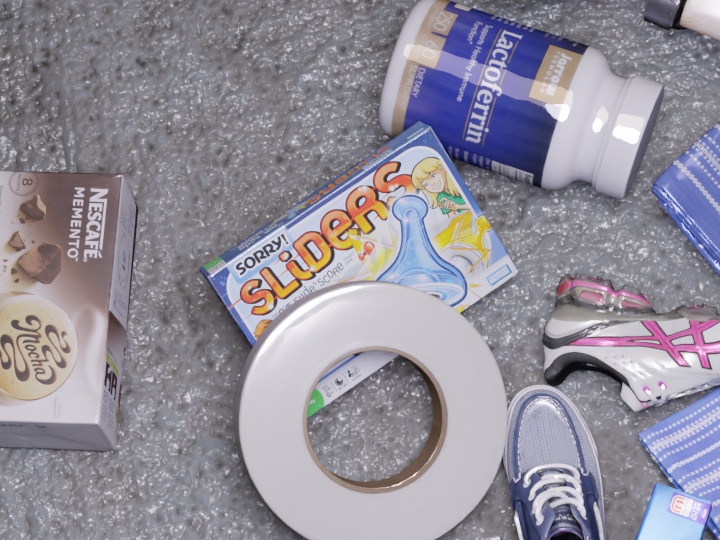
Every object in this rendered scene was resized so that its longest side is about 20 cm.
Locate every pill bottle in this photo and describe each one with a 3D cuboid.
[{"bbox_3d":[0.124,-0.129,1.684,0.200,0.116,0.116,19,72,9],"label":"pill bottle"}]

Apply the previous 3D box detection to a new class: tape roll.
[{"bbox_3d":[0.008,0.108,1.604,0.203,0.037,0.203,0,92,-10],"label":"tape roll"}]

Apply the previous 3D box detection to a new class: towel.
[{"bbox_3d":[0.313,0.151,1.588,0.145,0.024,0.200,-30,52,-11],"label":"towel"},{"bbox_3d":[0.335,-0.072,1.677,0.200,0.024,0.145,-41,91,-12],"label":"towel"}]

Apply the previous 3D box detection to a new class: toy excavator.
[{"bbox_3d":[0.317,-0.268,1.723,0.100,0.194,0.200,26,102,12],"label":"toy excavator"}]

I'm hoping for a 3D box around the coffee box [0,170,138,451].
[{"bbox_3d":[-0.236,0.030,1.665,0.113,0.080,0.200,2,71,5],"label":"coffee box"}]

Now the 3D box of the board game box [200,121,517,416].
[{"bbox_3d":[0.000,0.000,1.643,0.200,0.034,0.135,-35,107,-6],"label":"board game box"}]

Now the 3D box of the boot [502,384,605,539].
[{"bbox_3d":[0.146,0.169,1.589,0.073,0.090,0.200,-10,70,-1],"label":"boot"}]

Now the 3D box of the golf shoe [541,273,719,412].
[{"bbox_3d":[0.233,0.068,1.633,0.200,0.073,0.092,12,77,20],"label":"golf shoe"}]

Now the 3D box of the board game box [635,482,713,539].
[{"bbox_3d":[0.188,0.262,1.521,0.045,0.152,0.200,18,72,10],"label":"board game box"}]

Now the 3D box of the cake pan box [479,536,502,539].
[{"bbox_3d":[0.033,0.298,1.560,0.200,0.052,0.184,-14,72,5],"label":"cake pan box"}]
